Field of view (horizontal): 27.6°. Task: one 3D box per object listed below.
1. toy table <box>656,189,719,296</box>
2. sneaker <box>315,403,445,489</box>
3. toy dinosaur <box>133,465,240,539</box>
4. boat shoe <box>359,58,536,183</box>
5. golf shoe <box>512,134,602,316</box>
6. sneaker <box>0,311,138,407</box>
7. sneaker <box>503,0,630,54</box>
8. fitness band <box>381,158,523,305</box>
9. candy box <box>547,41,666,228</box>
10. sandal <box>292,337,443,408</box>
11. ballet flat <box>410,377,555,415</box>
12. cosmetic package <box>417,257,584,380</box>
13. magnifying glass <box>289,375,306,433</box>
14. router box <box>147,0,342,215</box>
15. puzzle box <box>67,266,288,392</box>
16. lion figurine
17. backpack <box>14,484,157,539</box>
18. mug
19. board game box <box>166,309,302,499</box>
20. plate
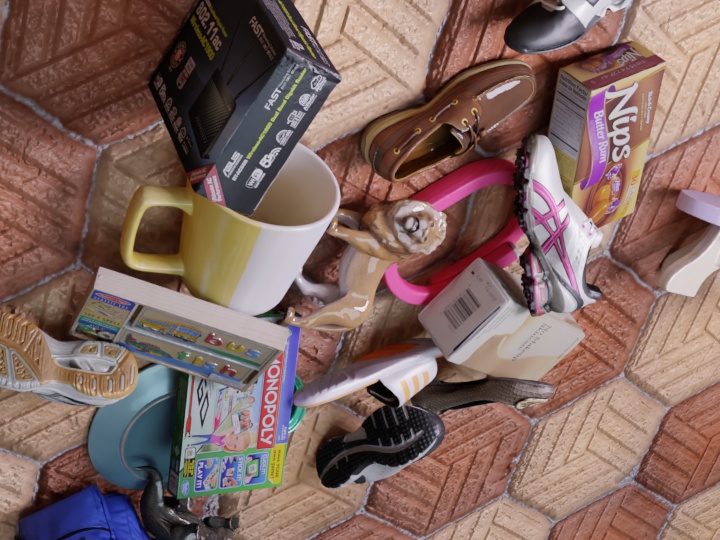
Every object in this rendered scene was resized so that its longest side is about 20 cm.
[{"bbox_3d":[0.445,-0.017,1.752,0.198,0.184,0.118,14,103,-23],"label":"toy table"},{"bbox_3d":[0.034,0.205,1.736,0.080,0.074,0.199,3,160,-42],"label":"sneaker"},{"bbox_3d":[-0.207,0.292,1.673,0.102,0.078,0.200,-13,143,37],"label":"toy dinosaur"},{"bbox_3d":[0.099,-0.148,1.512,0.199,0.068,0.072,-28,135,-6],"label":"boat shoe"},{"bbox_3d":[0.212,-0.052,1.577,0.091,0.073,0.202,-8,109,1],"label":"golf shoe"},{"bbox_3d":[-0.328,0.100,1.475,0.198,0.076,0.088,20,152,-21],"label":"sneaker"},{"bbox_3d":[0.221,-0.292,1.463,0.199,0.074,0.089,-34,136,-14],"label":"sneaker"},{"bbox_3d":[0.109,-0.041,1.629,0.199,0.037,0.144,-32,135,-4],"label":"fitness band"},{"bbox_3d":[0.260,-0.139,1.604,0.116,0.056,0.201,-22,137,-31],"label":"candy box"},{"bbox_3d":[0.017,0.131,1.668,0.205,0.079,0.060,-21,103,-25],"label":"sandal"},{"bbox_3d":[0.140,0.151,1.713,0.067,0.199,0.047,18,72,-50],"label":"ballet flat"},{"bbox_3d":[0.165,0.064,1.690,0.105,0.071,0.199,-45,147,17],"label":"cosmetic package"},{"bbox_3d":[-0.133,0.122,1.624,0.200,0.022,0.080,37,76,-36],"label":"magnifying glass"},{"bbox_3d":[-0.107,-0.166,1.286,0.062,0.200,0.150,22,114,-34],"label":"router box"},{"bbox_3d":[-0.184,0.062,1.464,0.198,0.026,0.133,19,151,-14],"label":"puzzle box"},{"bbox_3d":[0.000,0.000,1.557,0.122,0.073,0.201,21,116,-19],"label":"lion figurine"},{"bbox_3d":[-0.298,0.357,1.615,0.162,0.201,0.168,-29,135,-3],"label":"backpack"},{"bbox_3d":[-0.129,-0.043,1.442,0.185,0.150,0.154,22,129,-3],"label":"mug"},{"bbox_3d":[-0.137,0.144,1.596,0.133,0.029,0.202,-2,106,-33],"label":"board game box"},{"bbox_3d":[-0.207,0.180,1.643,0.198,0.026,0.202,-15,132,-17],"label":"plate"}]
